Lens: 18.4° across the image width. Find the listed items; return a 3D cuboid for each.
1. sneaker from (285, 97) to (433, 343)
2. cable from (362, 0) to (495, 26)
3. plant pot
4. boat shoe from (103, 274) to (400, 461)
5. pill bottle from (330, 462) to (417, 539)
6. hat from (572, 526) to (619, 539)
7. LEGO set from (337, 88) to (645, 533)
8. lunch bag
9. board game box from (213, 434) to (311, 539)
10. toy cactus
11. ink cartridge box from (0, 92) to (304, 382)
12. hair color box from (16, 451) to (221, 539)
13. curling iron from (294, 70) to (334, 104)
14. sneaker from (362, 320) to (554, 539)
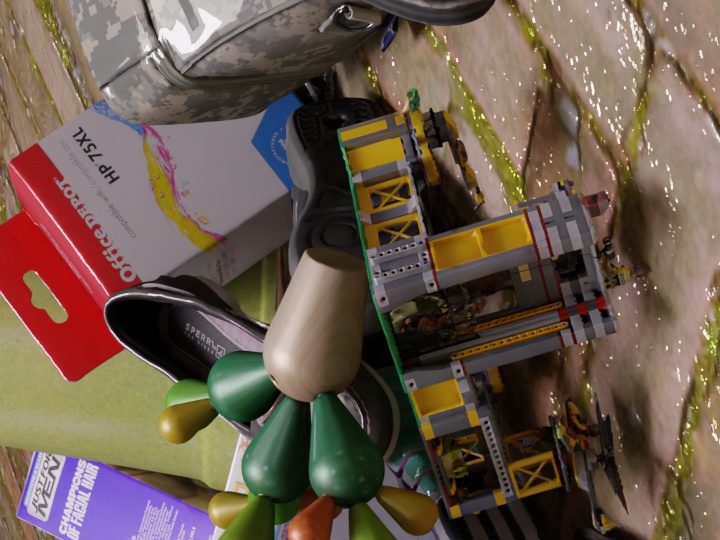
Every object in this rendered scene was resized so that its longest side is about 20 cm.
[{"bbox_3d":[0.000,0.000,1.187,0.200,0.076,0.115,-105,4,-58],"label":"sneaker"},{"bbox_3d":[-0.033,-0.163,1.061,0.199,0.097,0.050,27,144,27],"label":"cable"},{"bbox_3d":[-0.144,0.045,1.391,0.200,0.183,0.202,-177,90,-88],"label":"plant pot"},{"bbox_3d":[-0.062,0.055,1.159,0.200,0.057,0.067,28,112,45],"label":"boat shoe"},{"bbox_3d":[0.017,0.210,1.251,0.116,0.115,0.201,-123,28,-44],"label":"pill bottle"},{"bbox_3d":[0.105,0.228,1.063,0.201,0.081,0.202,167,90,-72],"label":"hat"},{"bbox_3d":[0.071,0.013,1.018,0.154,0.115,0.201,-99,-8,-61],"label":"LEGO set"},{"bbox_3d":[-0.069,-0.190,1.186,0.168,0.139,0.201,-31,72,46],"label":"lunch bag"},{"bbox_3d":[-0.047,0.146,1.273,0.134,0.034,0.201,-5,-69,-75],"label":"board game box"},{"bbox_3d":[-0.023,0.074,1.031,0.200,0.102,0.166,44,123,59],"label":"toy cactus"},{"bbox_3d":[-0.121,-0.041,1.291,0.116,0.200,0.067,50,166,18],"label":"ink cartridge box"},{"bbox_3d":[-0.114,0.166,1.440,0.199,0.109,0.065,18,94,38],"label":"hair color box"},{"bbox_3d":[-0.062,-0.132,1.373,0.200,0.025,0.050,29,136,64],"label":"curling iron"},{"bbox_3d":[0.039,0.113,1.147,0.200,0.074,0.088,-109,22,-50],"label":"sneaker"}]
